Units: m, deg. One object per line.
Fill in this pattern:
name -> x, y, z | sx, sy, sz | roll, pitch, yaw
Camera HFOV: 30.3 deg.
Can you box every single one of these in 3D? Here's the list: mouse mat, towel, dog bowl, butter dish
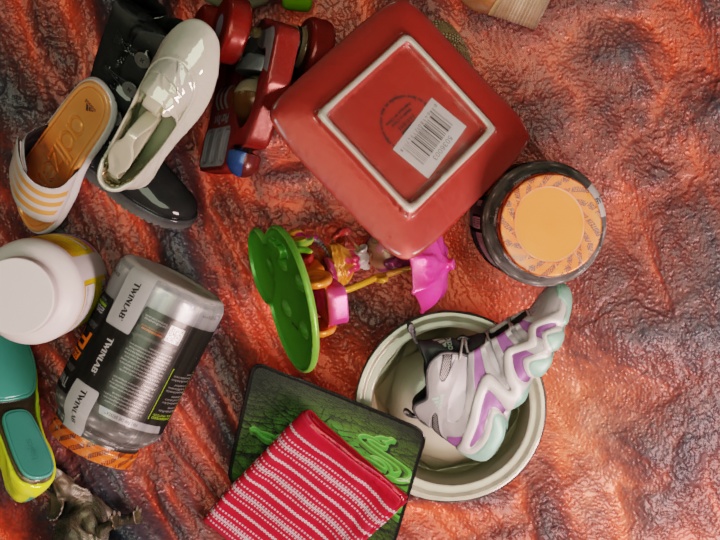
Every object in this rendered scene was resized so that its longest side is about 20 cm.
mouse mat -> -0.039, 0.196, 1.391 | 0.199, 0.008, 0.161 | 20, 117, 12
towel -> -0.060, 0.250, 1.398 | 0.145, 0.022, 0.200 | 41, 118, -2
dog bowl -> 0.093, 0.139, 1.406 | 0.199, 0.074, 0.201 | 0, 94, 0
butter dish -> 0.026, -0.125, 1.310 | 0.199, 0.148, 0.200 | 46, 69, -2

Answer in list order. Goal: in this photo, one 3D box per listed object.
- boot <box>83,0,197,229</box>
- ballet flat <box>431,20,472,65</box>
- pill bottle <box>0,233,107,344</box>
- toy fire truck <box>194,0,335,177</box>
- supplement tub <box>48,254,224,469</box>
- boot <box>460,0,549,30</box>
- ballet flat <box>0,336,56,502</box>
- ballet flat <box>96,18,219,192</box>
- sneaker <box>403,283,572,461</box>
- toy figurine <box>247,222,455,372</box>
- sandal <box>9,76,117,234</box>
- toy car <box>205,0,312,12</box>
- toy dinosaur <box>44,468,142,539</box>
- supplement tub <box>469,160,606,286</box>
boot -> -0.205, -0.158, 1.348 | 0.165, 0.066, 0.200 | 31, 120, -2
ballet flat -> 0.092, -0.163, 1.390 | 0.070, 0.065, 0.201 | -6, 94, -3
pill bottle -> -0.320, 0.017, 1.332 | 0.104, 0.200, 0.105 | 0, 93, 0
toy fire truck -> -0.110, -0.175, 1.329 | 0.112, 0.200, 0.169 | 10, 91, -22
supplement tub -> -0.236, 0.096, 1.377 | 0.122, 0.123, 0.200 | 28, 92, -2
boot -> 0.153, -0.366, 1.382 | 0.155, 0.077, 0.201 | 26, 100, 2
ballet flat -> -0.366, 0.151, 1.389 | 0.067, 0.067, 0.200 | -2, 55, -33
ballet flat -> -0.196, -0.148, 1.273 | 0.069, 0.069, 0.200 | 35, 121, -2
sneaker -> 0.113, 0.077, 1.327 | 0.140, 0.078, 0.200 | 30, 93, -3
toy figurine -> 0.000, 0.000, 1.372 | 0.183, 0.200, 0.151 | -13, 116, -19
sandal -> -0.318, -0.117, 1.351 | 0.079, 0.059, 0.207 | 49, 127, 14
toy car -> -0.121, -0.385, 1.363 | 0.164, 0.158, 0.201 | 6, 65, -4
toy dinosaur -> -0.294, 0.294, 1.424 | 0.102, 0.077, 0.201 | 2, 102, 20
supplement tub -> 0.176, -0.048, 1.331 | 0.122, 0.200, 0.123 | 0, 94, -1
